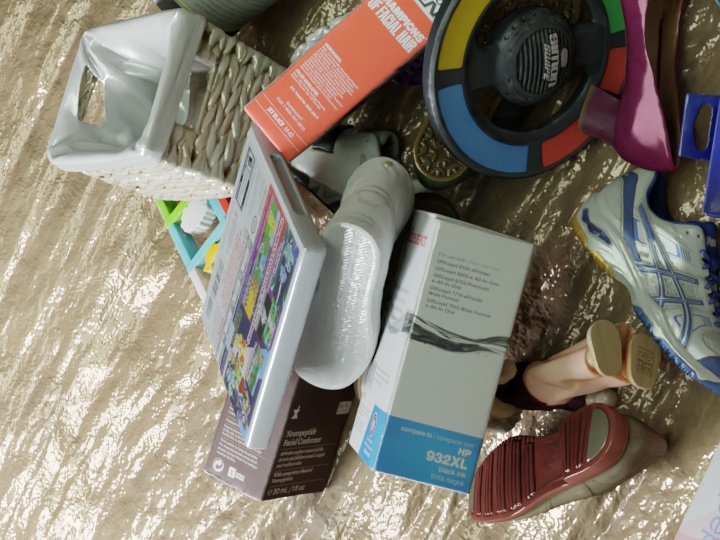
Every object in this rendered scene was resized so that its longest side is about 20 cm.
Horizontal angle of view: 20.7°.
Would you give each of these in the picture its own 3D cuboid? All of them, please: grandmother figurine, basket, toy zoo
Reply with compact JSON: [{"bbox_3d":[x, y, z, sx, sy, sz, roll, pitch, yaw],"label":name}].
[{"bbox_3d":[0.152,0.088,1.569,0.200,0.121,0.061,-22,46,53],"label":"grandmother figurine"},{"bbox_3d":[-0.169,-0.139,1.731,0.200,0.123,0.136,2,73,56],"label":"basket"},{"bbox_3d":[-0.114,-0.045,1.765,0.131,0.020,0.200,-50,47,23],"label":"toy zoo"}]

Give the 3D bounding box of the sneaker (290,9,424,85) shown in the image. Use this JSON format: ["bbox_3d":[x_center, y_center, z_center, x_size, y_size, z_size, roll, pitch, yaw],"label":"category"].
[{"bbox_3d":[0.025,-0.187,1.677,0.199,0.081,0.084,-22,83,31],"label":"sneaker"}]

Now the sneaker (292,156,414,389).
[{"bbox_3d":[0.000,0.000,1.599,0.073,0.116,0.200,23,136,4],"label":"sneaker"}]

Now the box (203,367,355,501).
[{"bbox_3d":[-0.055,0.094,1.711,0.075,0.100,0.201,23,103,32],"label":"box"}]

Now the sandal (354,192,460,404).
[{"bbox_3d":[0.046,0.034,1.649,0.055,0.081,0.201,34,112,55],"label":"sandal"}]

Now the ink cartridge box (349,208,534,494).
[{"bbox_3d":[0.062,0.060,1.549,0.083,0.145,0.201,15,92,-7],"label":"ink cartridge box"}]

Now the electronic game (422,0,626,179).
[{"bbox_3d":[0.134,-0.167,1.534,0.042,0.199,0.201,33,108,51],"label":"electronic game"}]

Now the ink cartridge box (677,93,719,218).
[{"bbox_3d":[0.339,-0.096,1.467,0.199,0.076,0.137,10,95,35],"label":"ink cartridge box"}]

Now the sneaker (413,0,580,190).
[{"bbox_3d":[0.106,-0.148,1.623,0.067,0.090,0.200,35,79,6],"label":"sneaker"}]

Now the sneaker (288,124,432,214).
[{"bbox_3d":[-0.012,-0.095,1.711,0.089,0.074,0.200,-49,59,1],"label":"sneaker"}]

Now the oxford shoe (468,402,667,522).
[{"bbox_3d":[0.163,0.167,1.584,0.200,0.075,0.071,-29,49,50],"label":"oxford shoe"}]

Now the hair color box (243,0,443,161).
[{"bbox_3d":[0.009,-0.181,1.596,0.200,0.111,0.064,-41,92,23],"label":"hair color box"}]

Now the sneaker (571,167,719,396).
[{"bbox_3d":[0.251,0.006,1.524,0.088,0.075,0.200,-41,73,15],"label":"sneaker"}]

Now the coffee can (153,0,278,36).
[{"bbox_3d":[-0.087,-0.312,1.711,0.200,0.146,0.147,-31,72,29],"label":"coffee can"}]

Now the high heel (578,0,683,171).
[{"bbox_3d":[0.243,-0.179,1.523,0.096,0.067,0.201,30,112,39],"label":"high heel"}]

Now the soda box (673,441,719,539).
[{"bbox_3d":[0.297,0.175,1.495,0.070,0.063,0.201,30,105,30],"label":"soda box"}]

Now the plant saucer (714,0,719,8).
[{"bbox_3d":[0.341,-0.280,1.501,0.200,0.019,0.070,-40,68,26],"label":"plant saucer"}]

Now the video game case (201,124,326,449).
[{"bbox_3d":[-0.082,0.012,1.609,0.182,0.023,0.201,-115,35,-50],"label":"video game case"}]
